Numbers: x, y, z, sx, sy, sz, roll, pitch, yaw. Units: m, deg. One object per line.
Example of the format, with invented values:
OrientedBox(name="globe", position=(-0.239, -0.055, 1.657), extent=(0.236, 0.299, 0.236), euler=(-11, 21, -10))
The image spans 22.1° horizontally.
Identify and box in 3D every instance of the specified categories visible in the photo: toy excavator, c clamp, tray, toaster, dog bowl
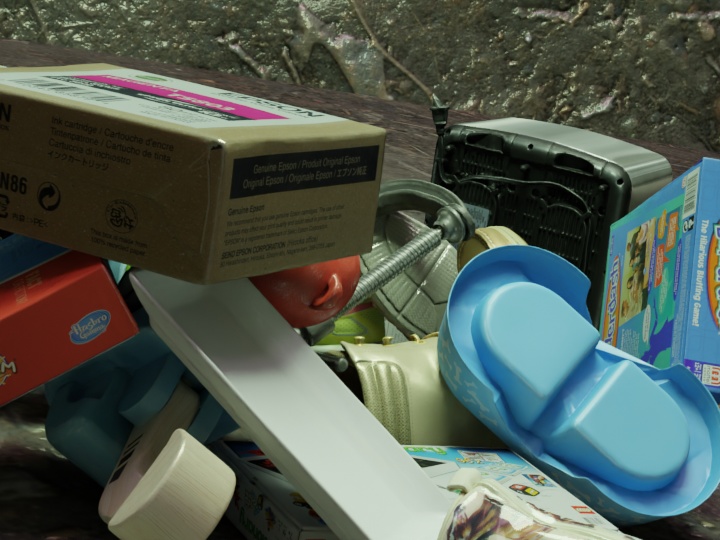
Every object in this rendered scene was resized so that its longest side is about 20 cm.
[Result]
OrientedBox(name="toy excavator", position=(-0.109, 0.085, 0.960), extent=(0.100, 0.200, 0.194), euler=(41, -43, -20))
OrientedBox(name="c clamp", position=(0.000, 0.000, 1.200), extent=(0.171, 0.027, 0.200), euler=(10, 41, 47))
OrientedBox(name="tray", position=(-0.034, 0.072, 0.926), extent=(0.200, 0.022, 0.107), euler=(47, 19, 7))
OrientedBox(name="toaster", position=(0.147, -0.035, 1.532), extent=(0.180, 0.201, 0.119), euler=(16, 17, 27))
OrientedBox(name="dog bowl", position=(0.130, 0.075, 1.126), extent=(0.200, 0.050, 0.111), euler=(42, 56, 5))

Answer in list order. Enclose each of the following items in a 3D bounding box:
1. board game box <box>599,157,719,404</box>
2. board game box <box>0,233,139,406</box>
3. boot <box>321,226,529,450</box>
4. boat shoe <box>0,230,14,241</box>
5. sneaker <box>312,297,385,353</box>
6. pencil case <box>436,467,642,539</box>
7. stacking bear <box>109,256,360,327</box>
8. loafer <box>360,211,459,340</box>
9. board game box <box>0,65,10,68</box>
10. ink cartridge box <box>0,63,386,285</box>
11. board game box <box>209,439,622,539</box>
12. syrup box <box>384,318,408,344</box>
OrientedBox(name="board game box", position=(0.212, 0.023, 1.260), extent=(0.045, 0.153, 0.200), euler=(9, -12, -8))
OrientedBox(name="board game box", position=(-0.220, 0.042, 0.958), extent=(0.200, 0.040, 0.153), euler=(-28, 19, -6))
OrientedBox(name="boot", position=(0.047, 0.050, 1.188), extent=(0.155, 0.073, 0.200), euler=(3, 53, -19))
OrientedBox(name="boat shoe", position=(-0.225, -0.009, 1.119), extent=(0.062, 0.200, 0.073), euler=(48, 4, -34))
OrientedBox(name="sneaker", position=(-0.067, 0.027, 1.278), extent=(0.200, 0.091, 0.078), euler=(4, -1, -37))
OrientedBox(name="pencil case", position=(0.124, 0.157, 0.862), extent=(0.200, 0.090, 0.078), euler=(16, 14, 30))
OrientedBox(name="stacking bear", position=(-0.088, 0.012, 1.107), extent=(0.200, 0.122, 0.114), euler=(-19, -50, 36))
OrientedBox(name="loafer", position=(0.063, 0.038, 1.295), extent=(0.200, 0.072, 0.063), euler=(41, -25, 5))
OrientedBox(name="board game box", position=(-0.246, -0.036, 1.210), extent=(0.134, 0.201, 0.034), euler=(13, -19, 17))
OrientedBox(name="ink cartridge box", position=(-0.111, -0.056, 0.971), extent=(0.199, 0.075, 0.165), euler=(14, 14, 27))
OrientedBox(name="board game box", position=(0.028, 0.133, 1.023), extent=(0.199, 0.035, 0.126), euler=(5, 14, -27))
OrientedBox(name="syrup box", position=(0.015, 0.029, 1.397), extent=(0.199, 0.082, 0.079), euler=(14, 13, 22))
